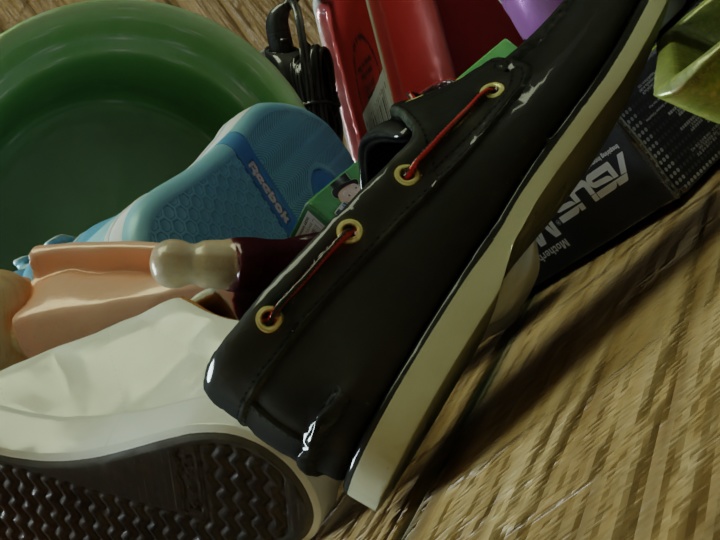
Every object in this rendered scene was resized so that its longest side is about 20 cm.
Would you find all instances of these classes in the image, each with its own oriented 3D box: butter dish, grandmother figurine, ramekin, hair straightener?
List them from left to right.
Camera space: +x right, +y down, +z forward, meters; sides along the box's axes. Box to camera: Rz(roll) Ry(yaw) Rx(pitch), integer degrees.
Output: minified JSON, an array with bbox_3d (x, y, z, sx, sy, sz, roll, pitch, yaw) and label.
[{"bbox_3d":[-0.119,-0.024,0.925,0.200,0.200,0.098,-40,-2,-17],"label":"ramekin"},{"bbox_3d":[-0.035,0.008,0.656,0.200,0.061,0.121,-9,-9,19],"label":"grandmother figurine"},{"bbox_3d":[-0.014,-0.062,0.962,0.041,0.201,0.077,-5,-7,-20],"label":"hair straightener"},{"bbox_3d":[0.069,-0.108,0.957,0.147,0.200,0.200,-12,-4,-12],"label":"butter dish"}]

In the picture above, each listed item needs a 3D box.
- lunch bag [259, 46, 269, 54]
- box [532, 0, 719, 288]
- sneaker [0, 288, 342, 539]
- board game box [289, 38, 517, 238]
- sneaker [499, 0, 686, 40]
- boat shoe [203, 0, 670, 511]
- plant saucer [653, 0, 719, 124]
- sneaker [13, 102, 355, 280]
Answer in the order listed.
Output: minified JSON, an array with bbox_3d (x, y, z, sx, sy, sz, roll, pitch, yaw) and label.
[{"bbox_3d":[-0.089,-0.001,1.069,0.200,0.170,0.127,-37,4,-24],"label":"lunch bag"},{"bbox_3d":[0.111,-0.063,0.723,0.200,0.044,0.160,-41,4,-38],"label":"box"},{"bbox_3d":[-0.079,0.052,0.606,0.200,0.073,0.085,-6,35,32],"label":"sneaker"},{"bbox_3d":[0.000,0.000,0.811,0.135,0.029,0.200,-43,-11,-37],"label":"board game box"},{"bbox_3d":[0.079,-0.139,0.739,0.073,0.114,0.200,-40,1,13],"label":"sneaker"},{"bbox_3d":[0.030,-0.028,0.528,0.202,0.063,0.074,-54,-10,-26],"label":"boat shoe"},{"bbox_3d":[0.168,-0.097,0.470,0.200,0.048,0.200,-38,2,14],"label":"plant saucer"},{"bbox_3d":[-0.086,-0.006,0.831,0.130,0.080,0.200,-28,2,31],"label":"sneaker"}]
